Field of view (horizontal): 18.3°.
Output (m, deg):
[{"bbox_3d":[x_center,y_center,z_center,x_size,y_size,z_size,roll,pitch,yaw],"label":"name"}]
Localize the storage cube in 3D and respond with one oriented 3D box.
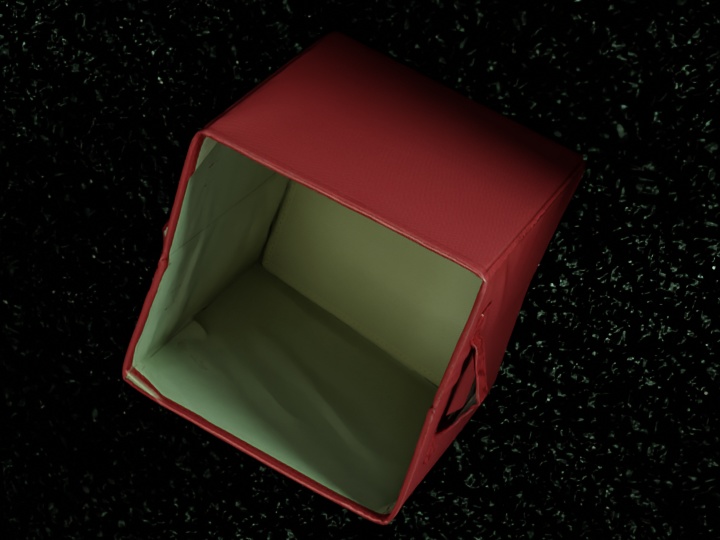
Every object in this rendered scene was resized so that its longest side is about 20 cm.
[{"bbox_3d":[0.000,0.000,1.247,0.199,0.180,0.172,27,121,11],"label":"storage cube"}]
